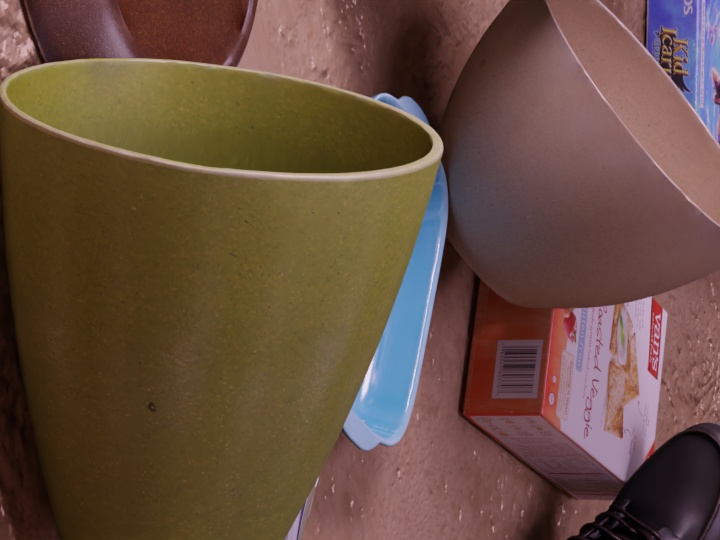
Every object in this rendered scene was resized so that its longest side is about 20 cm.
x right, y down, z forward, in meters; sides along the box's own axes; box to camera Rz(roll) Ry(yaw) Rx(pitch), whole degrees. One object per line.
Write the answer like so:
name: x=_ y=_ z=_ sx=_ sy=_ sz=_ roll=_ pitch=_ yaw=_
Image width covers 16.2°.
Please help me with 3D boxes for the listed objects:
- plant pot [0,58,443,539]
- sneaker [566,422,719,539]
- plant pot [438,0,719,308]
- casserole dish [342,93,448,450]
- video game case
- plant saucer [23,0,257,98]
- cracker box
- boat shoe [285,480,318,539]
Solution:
plant pot: x=-0.070 y=0.029 z=1.079 sx=0.187 sy=0.186 sz=0.201 roll=-25 pitch=126 yaw=-62
sneaker: x=0.167 y=0.175 z=1.579 sx=0.200 sy=0.075 sz=0.106 roll=-58 pitch=145 yaw=-2
plant pot: x=0.118 y=-0.055 z=1.457 sx=0.200 sy=0.134 sz=0.201 roll=44 pitch=19 yaw=-19
casserole dish: x=0.000 y=0.000 z=1.357 sx=0.121 sy=0.039 sz=0.201 roll=48 pitch=46 yaw=-53
video game case: x=0.263 y=-0.132 z=1.896 sx=0.181 sy=0.045 sz=0.201 roll=19 pitch=72 yaw=-64
plant saucer: x=-0.095 y=-0.158 z=1.179 sx=0.200 sy=0.032 sz=0.201 roll=11 pitch=78 yaw=-64
cracker box: x=0.135 y=0.057 z=1.608 sx=0.200 sy=0.057 sz=0.135 roll=39 pitch=54 yaw=-58
boat shoe: x=-0.050 y=0.084 z=1.237 sx=0.062 sy=0.072 sz=0.201 roll=89 pitch=13 yaw=-70
